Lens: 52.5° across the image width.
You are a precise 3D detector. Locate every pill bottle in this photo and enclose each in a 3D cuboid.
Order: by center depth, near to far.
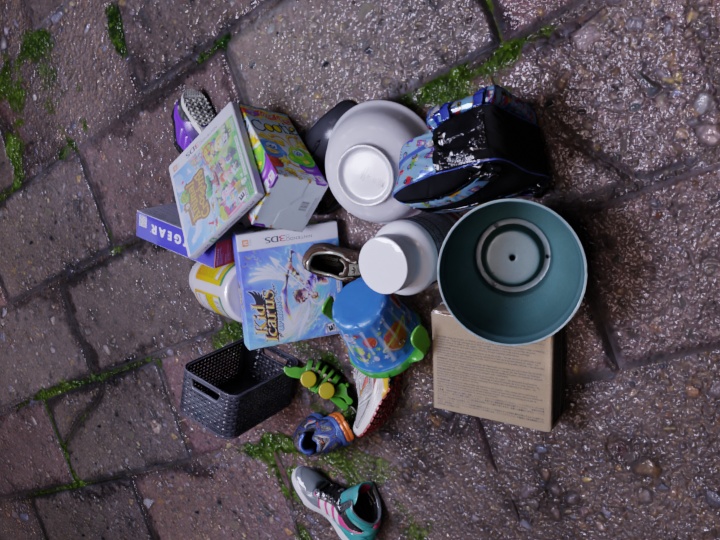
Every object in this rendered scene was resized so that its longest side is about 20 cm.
[{"bbox_3d":[0.083,-0.026,1.098,0.110,0.199,0.112,8,106,31],"label":"pill bottle"},{"bbox_3d":[-0.244,0.027,1.358,0.199,0.112,0.114,11,110,54],"label":"pill bottle"}]

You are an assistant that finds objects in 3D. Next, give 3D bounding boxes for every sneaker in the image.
[{"bbox_3d":[0.000,0.000,1.202,0.197,0.076,0.071,6,108,8],"label":"sneaker"},{"bbox_3d":[0.026,0.198,1.279,0.082,0.077,0.202,26,106,30],"label":"sneaker"},{"bbox_3d":[-0.087,0.308,1.351,0.076,0.078,0.200,64,149,7],"label":"sneaker"},{"bbox_3d":[-0.036,0.422,1.363,0.200,0.083,0.121,42,126,9],"label":"sneaker"},{"bbox_3d":[-0.307,-0.232,1.390,0.099,0.069,0.202,-24,85,42],"label":"sneaker"}]

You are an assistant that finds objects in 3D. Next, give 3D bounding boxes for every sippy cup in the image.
[{"bbox_3d":[0.020,0.085,1.178,0.176,0.131,0.141,-17,48,17],"label":"sippy cup"}]

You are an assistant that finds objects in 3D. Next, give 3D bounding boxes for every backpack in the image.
[{"bbox_3d":[0.144,-0.157,1.039,0.198,0.181,0.137,-15,76,39],"label":"backpack"}]

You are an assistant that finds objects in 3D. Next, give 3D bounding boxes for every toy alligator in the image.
[{"bbox_3d":[-0.048,0.214,1.341,0.199,0.059,0.055,31,84,5],"label":"toy alligator"}]

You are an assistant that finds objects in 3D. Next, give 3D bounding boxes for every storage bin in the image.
[{"bbox_3d":[-0.225,0.215,1.364,0.134,0.199,0.095,23,115,26],"label":"storage bin"}]

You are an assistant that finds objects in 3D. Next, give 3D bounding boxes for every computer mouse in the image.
[{"bbox_3d":[-0.056,-0.183,1.243,0.199,0.046,0.141,-38,79,34],"label":"computer mouse"}]

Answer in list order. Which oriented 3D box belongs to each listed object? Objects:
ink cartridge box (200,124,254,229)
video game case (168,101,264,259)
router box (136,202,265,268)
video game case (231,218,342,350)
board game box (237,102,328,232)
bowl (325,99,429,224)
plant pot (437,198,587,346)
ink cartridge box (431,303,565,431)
[{"bbox_3d":[-0.215,-0.175,1.320,0.037,0.094,0.202,-33,84,39],"label":"ink cartridge box"},{"bbox_3d":[-0.244,-0.150,1.211,0.182,0.022,0.202,-38,56,28],"label":"video game case"},{"bbox_3d":[-0.275,-0.075,1.336,0.198,0.179,0.049,20,113,27],"label":"router box"},{"bbox_3d":[-0.121,0.023,1.267,0.045,0.179,0.203,-154,57,-69],"label":"video game case"},{"bbox_3d":[-0.152,-0.174,1.228,0.105,0.102,0.201,-57,45,30],"label":"board game box"},{"bbox_3d":[0.021,-0.159,1.147,0.198,0.090,0.204,9,113,20],"label":"bowl"},{"bbox_3d":[0.215,-0.009,1.039,0.197,0.134,0.203,3,103,12],"label":"plant pot"},{"bbox_3d":[0.213,0.144,1.133,0.198,0.075,0.167,7,105,33],"label":"ink cartridge box"}]
